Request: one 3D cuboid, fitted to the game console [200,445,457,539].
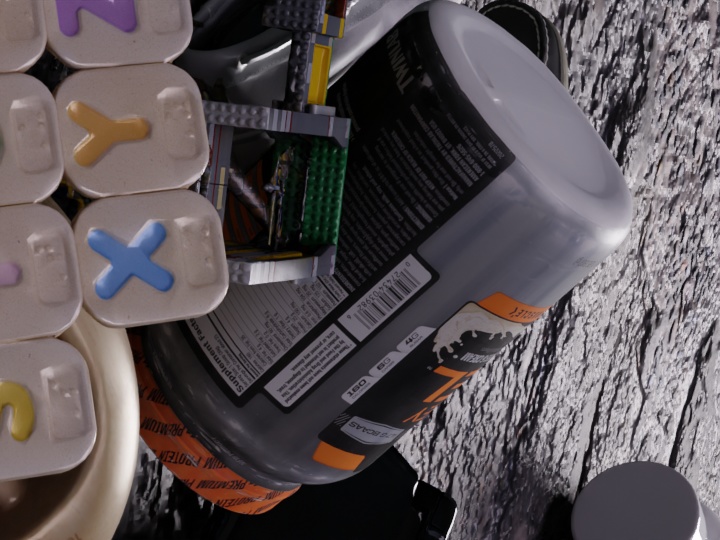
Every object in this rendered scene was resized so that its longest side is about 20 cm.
[{"bbox_3d":[-0.045,0.171,0.962,0.201,0.116,0.176,-64,-172,-31],"label":"game console"}]

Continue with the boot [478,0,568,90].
[{"bbox_3d":[0.031,-0.064,0.987,0.205,0.073,0.154,-65,154,-15],"label":"boot"}]

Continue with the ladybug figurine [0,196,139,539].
[{"bbox_3d":[-0.149,0.028,0.682,0.135,0.072,0.201,-38,125,-22],"label":"ladybug figurine"}]

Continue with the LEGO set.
[{"bbox_3d":[-0.072,-0.076,0.722,0.116,0.152,0.202,-7,112,-74],"label":"LEGO set"}]

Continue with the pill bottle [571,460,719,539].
[{"bbox_3d":[0.195,0.213,1.357,0.112,0.110,0.201,-60,146,-29],"label":"pill bottle"}]

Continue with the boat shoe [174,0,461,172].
[{"bbox_3d":[-0.016,-0.124,0.902,0.200,0.072,0.069,-43,139,-32],"label":"boat shoe"}]

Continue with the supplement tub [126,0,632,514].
[{"bbox_3d":[0.000,0.000,0.832,0.200,0.123,0.122,-42,160,22],"label":"supplement tub"}]

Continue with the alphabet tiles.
[{"bbox_3d":[-0.136,-0.035,0.617,0.194,0.015,0.202,-6,86,-22],"label":"alphabet tiles"}]
